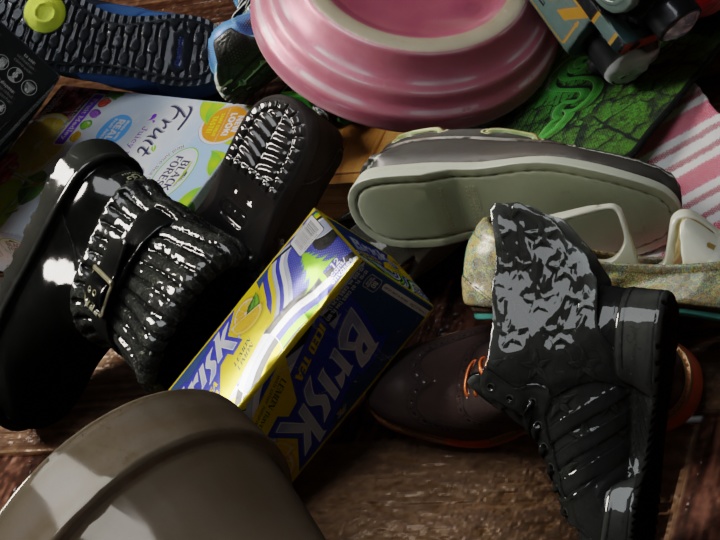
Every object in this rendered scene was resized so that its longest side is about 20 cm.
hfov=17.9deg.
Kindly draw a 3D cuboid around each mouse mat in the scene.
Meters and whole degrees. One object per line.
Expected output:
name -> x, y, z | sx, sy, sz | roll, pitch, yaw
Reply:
mouse mat -> 0.152, -0.128, 1.442 | 0.161, 0.008, 0.200 | 4, 41, 43

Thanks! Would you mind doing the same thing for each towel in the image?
towel -> 0.163, -0.041, 1.359 | 0.146, 0.030, 0.200 | -29, 36, 3

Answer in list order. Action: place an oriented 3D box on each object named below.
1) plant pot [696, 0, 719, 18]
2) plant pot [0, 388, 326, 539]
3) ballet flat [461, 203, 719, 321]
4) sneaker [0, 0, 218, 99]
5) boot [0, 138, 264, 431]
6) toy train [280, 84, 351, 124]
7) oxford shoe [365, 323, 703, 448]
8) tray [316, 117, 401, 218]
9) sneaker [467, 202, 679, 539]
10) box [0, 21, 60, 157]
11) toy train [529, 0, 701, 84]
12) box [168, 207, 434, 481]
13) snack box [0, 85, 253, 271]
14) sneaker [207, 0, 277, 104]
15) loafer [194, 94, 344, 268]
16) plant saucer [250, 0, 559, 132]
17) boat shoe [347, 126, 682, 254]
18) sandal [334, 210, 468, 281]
plant pot -> 0.238, -0.281, 1.437 | 0.177, 0.201, 0.200 | -27, 35, -24
plant pot -> -0.078, 0.190, 1.163 | 0.200, 0.200, 0.173 | -42, 56, -13
ballet flat -> 0.154, -0.003, 1.242 | 0.199, 0.071, 0.071 | 2, 46, 9
sneaker -> -0.186, -0.160, 1.622 | 0.200, 0.078, 0.066 | 13, 81, 0
boot -> -0.150, 0.041, 1.388 | 0.158, 0.079, 0.211 | 40, 120, 35
toy train -> -0.018, -0.122, 1.497 | 0.056, 0.042, 0.200 | 5, 50, 51
oxford shoe -> 0.083, 0.055, 1.256 | 0.200, 0.073, 0.071 | -7, 71, 28
tray -> 0.029, -0.121, 1.523 | 0.098, 0.037, 0.200 | -3, 46, 31
sneaker -> 0.104, 0.069, 1.172 | 0.104, 0.060, 0.200 | 8, 91, 20
box -> -0.319, -0.117, 1.594 | 0.124, 0.149, 0.200 | -49, 6, -22
toy train -> 0.129, -0.208, 1.393 | 0.085, 0.114, 0.200 | -26, 73, -32
box -> -0.053, 0.068, 1.300 | 0.200, 0.070, 0.064 | -51, 40, 8
snack box -> -0.166, -0.056, 1.568 | 0.200, 0.053, 0.142 | 10, 55, 40
sneaker -> -0.070, -0.177, 1.549 | 0.078, 0.090, 0.200 | -35, 7, 21
loafer -> -0.066, -0.015, 1.414 | 0.073, 0.071, 0.200 | 49, 117, 30
plant saucer -> 0.031, -0.175, 1.455 | 0.200, 0.051, 0.201 | 4, 49, -5
boat shoe -> 0.094, -0.051, 1.325 | 0.201, 0.072, 0.061 | 4, 40, 23
sandal -> 0.000, 0.000, 1.377 | 0.200, 0.055, 0.082 | -43, 66, -13
